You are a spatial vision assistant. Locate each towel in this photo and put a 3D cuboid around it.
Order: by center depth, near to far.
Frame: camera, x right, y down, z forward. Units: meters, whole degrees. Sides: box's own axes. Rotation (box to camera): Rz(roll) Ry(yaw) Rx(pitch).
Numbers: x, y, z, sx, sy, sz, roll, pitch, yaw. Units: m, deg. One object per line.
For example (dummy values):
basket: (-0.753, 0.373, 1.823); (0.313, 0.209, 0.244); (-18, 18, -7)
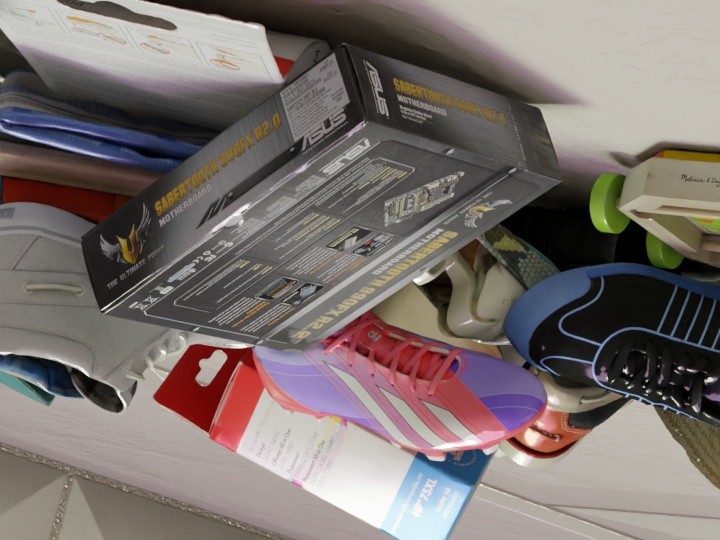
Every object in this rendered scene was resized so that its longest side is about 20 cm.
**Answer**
towel: (-0.128, -0.081, 1.621); (0.147, 0.024, 0.200); (12, -172, -7)

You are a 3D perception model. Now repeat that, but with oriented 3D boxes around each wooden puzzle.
wooden puzzle: (-0.159, -0.017, 1.648); (0.200, 0.037, 0.185); (14, 155, -17)

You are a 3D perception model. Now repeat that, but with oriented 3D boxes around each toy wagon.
toy wagon: (0.225, -0.017, 1.610); (0.155, 0.040, 0.200); (7, 168, 34)

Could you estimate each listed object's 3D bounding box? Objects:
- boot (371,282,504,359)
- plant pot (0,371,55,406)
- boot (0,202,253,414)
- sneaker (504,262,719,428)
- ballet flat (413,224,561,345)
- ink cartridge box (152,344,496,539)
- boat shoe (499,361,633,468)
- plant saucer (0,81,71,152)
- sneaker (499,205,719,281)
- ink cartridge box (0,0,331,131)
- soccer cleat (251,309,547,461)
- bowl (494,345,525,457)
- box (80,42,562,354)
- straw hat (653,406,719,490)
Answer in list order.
boot: (-0.001, 0.000, 1.788); (0.201, 0.071, 0.144); (40, -175, -20)
plant pot: (-0.285, -0.019, 2.015); (0.200, 0.141, 0.141); (22, 171, 10)
boot: (-0.128, 0.036, 1.609); (0.200, 0.096, 0.074); (18, 152, -36)
sneaker: (0.181, 0.047, 1.657); (0.200, 0.070, 0.078); (3, -146, -25)
ballet flat: (0.046, -0.008, 1.647); (0.069, 0.071, 0.200); (-34, 116, 28)
ink cartridge box: (-0.012, 0.077, 1.799); (0.200, 0.116, 0.067); (28, 126, 4)
boat shoe: (0.143, 0.050, 1.810); (0.071, 0.063, 0.200); (34, -144, 11)
plant saucer: (-0.195, -0.072, 1.701); (0.200, 0.050, 0.200); (14, -172, -2)
sneaker: (0.119, -0.015, 1.714); (0.200, 0.060, 0.104); (26, 154, -22)
ink cartridge box: (-0.102, -0.124, 1.495); (0.162, 0.050, 0.200); (13, 165, 12)
soccer cleat: (0.015, 0.054, 1.661); (0.200, 0.067, 0.077); (9, 134, 42)
bowl: (0.050, 0.056, 1.931); (0.200, 0.075, 0.200); (34, 176, -6)
box: (-0.020, -0.032, 1.522); (0.200, 0.048, 0.158); (-34, 150, 32)
straw hat: (0.272, 0.062, 1.772); (0.201, 0.201, 0.085); (17, 127, -14)
